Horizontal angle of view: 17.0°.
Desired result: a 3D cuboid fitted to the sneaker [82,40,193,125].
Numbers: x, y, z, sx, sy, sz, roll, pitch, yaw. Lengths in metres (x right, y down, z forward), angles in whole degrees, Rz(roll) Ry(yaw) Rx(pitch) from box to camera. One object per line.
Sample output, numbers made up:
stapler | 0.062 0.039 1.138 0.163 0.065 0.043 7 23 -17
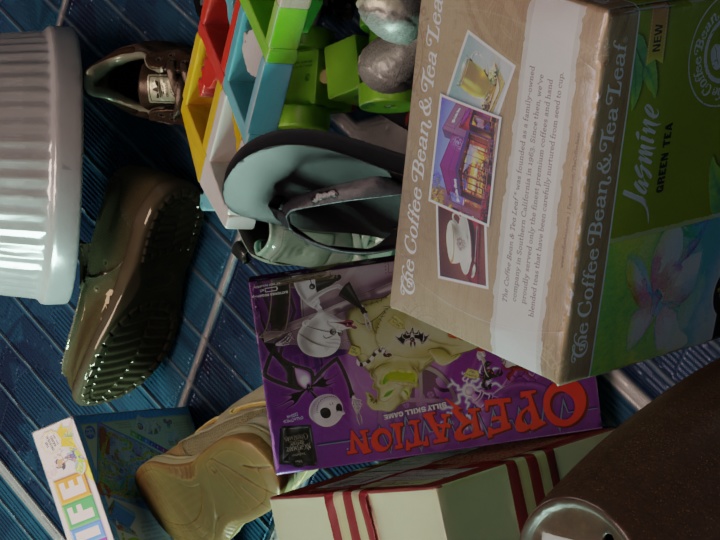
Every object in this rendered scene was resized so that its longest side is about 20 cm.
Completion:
sneaker | -0.108 -0.118 1.633 0.200 0.075 0.071 8 106 47

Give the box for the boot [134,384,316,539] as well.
boot | -0.055 0.104 1.580 0.073 0.155 0.200 52 148 -2

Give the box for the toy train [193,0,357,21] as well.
toy train | -0.042 -0.182 1.567 0.200 0.034 0.046 -2 115 48

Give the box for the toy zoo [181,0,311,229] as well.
toy zoo | -0.076 -0.119 1.485 0.131 0.020 0.200 -113 32 -47

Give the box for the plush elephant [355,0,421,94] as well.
plush elephant | 0.020 -0.226 1.370 0.155 0.165 0.200 39 89 6

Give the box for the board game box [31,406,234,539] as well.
board game box | -0.150 0.165 1.670 0.034 0.200 0.135 -22 81 17

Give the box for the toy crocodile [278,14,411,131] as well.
toy crocodile | -0.003 -0.124 1.511 0.200 0.062 0.068 -9 76 43

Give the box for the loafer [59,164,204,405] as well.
loafer | -0.169 0.008 1.743 0.067 0.076 0.200 44 121 35

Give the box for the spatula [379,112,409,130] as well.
spatula | 0.052 -0.087 1.502 0.200 0.021 0.057 33 117 40

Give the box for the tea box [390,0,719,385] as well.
tea box | 0.134 -0.068 1.282 0.133 0.196 0.201 25 118 42

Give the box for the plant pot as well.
plant pot | 0.183 0.142 1.280 0.187 0.200 0.188 16 112 45

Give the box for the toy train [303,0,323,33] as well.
toy train | -0.072 -0.213 1.553 0.057 0.042 0.200 -63 36 18

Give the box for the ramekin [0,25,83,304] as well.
ramekin | -0.259 -0.076 1.727 0.200 0.105 0.201 -179 90 -79

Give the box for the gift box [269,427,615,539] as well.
gift box | 0.053 0.209 1.451 0.184 0.200 0.187 -10 94 54

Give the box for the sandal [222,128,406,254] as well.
sandal | 0.009 -0.037 1.404 0.199 0.043 0.076 9 141 18

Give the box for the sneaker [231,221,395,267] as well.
sneaker | 0.000 0.000 1.510 0.200 0.118 0.074 41 128 34

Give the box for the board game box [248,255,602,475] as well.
board game box | 0.039 0.049 1.442 0.032 0.199 0.120 -104 6 -80
